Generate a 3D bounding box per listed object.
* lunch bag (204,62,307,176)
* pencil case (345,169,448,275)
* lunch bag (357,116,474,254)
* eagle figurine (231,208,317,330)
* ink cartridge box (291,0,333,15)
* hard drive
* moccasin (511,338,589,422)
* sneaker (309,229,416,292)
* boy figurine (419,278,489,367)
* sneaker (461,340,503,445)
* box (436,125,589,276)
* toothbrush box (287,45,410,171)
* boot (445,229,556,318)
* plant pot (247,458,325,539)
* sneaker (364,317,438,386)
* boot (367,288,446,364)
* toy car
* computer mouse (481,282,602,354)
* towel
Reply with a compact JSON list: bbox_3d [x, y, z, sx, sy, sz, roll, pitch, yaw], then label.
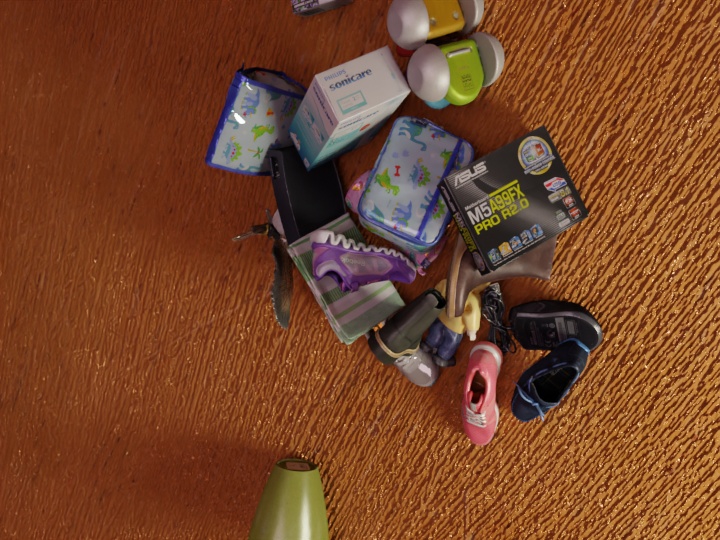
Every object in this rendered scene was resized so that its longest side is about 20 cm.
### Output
[{"bbox_3d":[-0.192,-0.271,1.158,0.126,0.199,0.173,34,113,15],"label":"lunch bag"},{"bbox_3d":[0.063,-0.087,1.134,0.200,0.087,0.088,44,115,9],"label":"pencil case"},{"bbox_3d":[0.095,-0.142,1.060,0.157,0.083,0.204,26,80,6],"label":"lunch bag"},{"bbox_3d":[-0.129,-0.014,1.224,0.150,0.150,0.203,-35,74,13],"label":"eagle figurine"},{"bbox_3d":[-0.082,-0.571,1.127,0.106,0.050,0.207,-5,99,27],"label":"ink cartridge box"},{"bbox_3d":[-0.089,-0.132,1.172,0.042,0.132,0.207,-2,104,57],"label":"hard drive"},{"bbox_3d":[0.301,0.191,1.055,0.079,0.068,0.203,30,131,11],"label":"moccasin"},{"bbox_3d":[0.000,0.000,1.098,0.194,0.081,0.091,15,72,-9],"label":"sneaker"},{"bbox_3d":[0.169,0.063,1.122,0.124,0.063,0.205,38,114,44],"label":"boy figurine"},{"bbox_3d":[0.202,0.230,1.118,0.072,0.087,0.207,9,115,24],"label":"sneaker"},{"bbox_3d":[0.240,-0.110,1.000,0.196,0.044,0.164,-27,88,-13],"label":"box"},{"bbox_3d":[-0.024,-0.264,1.057,0.087,0.144,0.200,60,156,3],"label":"toothbrush box"},{"bbox_3d":[0.227,-0.006,1.027,0.161,0.072,0.207,14,78,5],"label":"boot"},{"bbox_3d":[-0.142,0.505,1.317,0.181,0.186,0.208,6,88,24],"label":"plant pot"},{"bbox_3d":[0.064,0.139,1.181,0.200,0.080,0.077,47,114,9],"label":"sneaker"},{"bbox_3d":[0.103,0.077,1.064,0.078,0.200,0.138,46,111,3],"label":"boot"},{"bbox_3d":[0.121,-0.355,1.027,0.149,0.172,0.206,-22,91,62],"label":"toy car"},{"bbox_3d":[0.304,0.083,1.061,0.194,0.053,0.142,4,126,30],"label":"computer mouse"},{"bbox_3d":[-0.024,0.012,1.136,0.203,0.150,0.023,57,151,5],"label":"towel"}]
